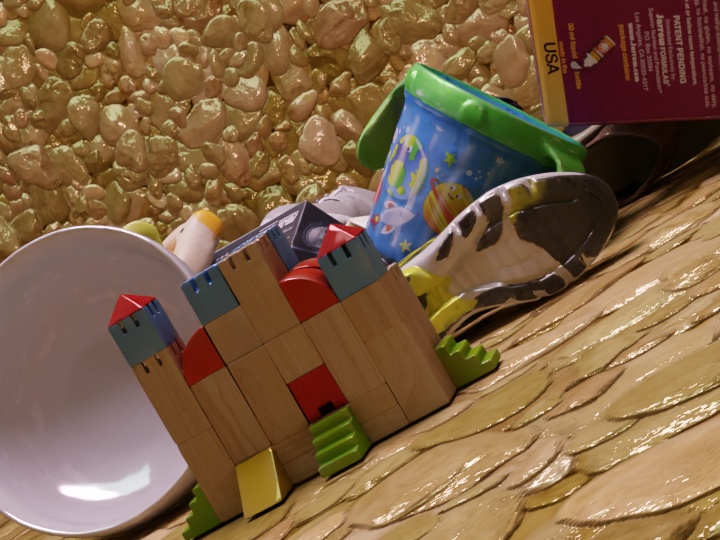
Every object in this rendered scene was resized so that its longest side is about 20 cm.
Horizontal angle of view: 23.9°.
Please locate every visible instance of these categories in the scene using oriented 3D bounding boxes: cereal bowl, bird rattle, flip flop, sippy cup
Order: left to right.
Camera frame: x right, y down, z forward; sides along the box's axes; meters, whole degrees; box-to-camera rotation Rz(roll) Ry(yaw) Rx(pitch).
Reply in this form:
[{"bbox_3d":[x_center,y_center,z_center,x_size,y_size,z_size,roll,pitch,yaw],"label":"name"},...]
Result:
[{"bbox_3d":[-0.169,0.076,1.123,0.199,0.201,0.083,-30,-17,11],"label":"cereal bowl"},{"bbox_3d":[-0.158,0.040,1.273,0.200,0.112,0.164,-52,9,47],"label":"bird rattle"},{"bbox_3d":[0.070,-0.056,1.174,0.178,0.139,0.131,-114,49,-76],"label":"sippy cup"},{"bbox_3d":[0.191,-0.085,1.230,0.199,0.081,0.058,-32,23,-3],"label":"flip flop"}]

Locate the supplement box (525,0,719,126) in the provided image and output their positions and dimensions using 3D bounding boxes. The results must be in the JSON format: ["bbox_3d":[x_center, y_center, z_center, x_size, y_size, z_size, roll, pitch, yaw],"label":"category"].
[{"bbox_3d":[0.225,-0.172,1.146,0.198,0.104,0.131,-1,28,20],"label":"supplement box"}]

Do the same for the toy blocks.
[{"bbox_3d":[-0.043,0.041,0.936,0.199,0.137,0.100,-29,4,17],"label":"toy blocks"}]

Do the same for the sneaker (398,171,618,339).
[{"bbox_3d":[0.071,-0.006,1.075,0.199,0.075,0.085,-30,7,15],"label":"sneaker"}]

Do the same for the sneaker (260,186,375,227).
[{"bbox_3d":[-0.021,-0.034,1.490,0.199,0.082,0.075,4,-53,-49],"label":"sneaker"}]

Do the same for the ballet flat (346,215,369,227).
[{"bbox_3d":[0.000,0.000,1.365,0.200,0.071,0.069,-44,-27,-34],"label":"ballet flat"}]

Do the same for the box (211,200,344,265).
[{"bbox_3d":[-0.099,0.052,1.269,0.199,0.043,0.161,-27,39,50],"label":"box"}]

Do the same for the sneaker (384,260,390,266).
[{"bbox_3d":[0.016,0.012,1.271,0.082,0.075,0.200,-32,1,26],"label":"sneaker"}]

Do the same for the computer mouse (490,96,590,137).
[{"bbox_3d":[0.145,-0.109,1.284,0.198,0.034,0.059,12,-32,-21],"label":"computer mouse"}]
